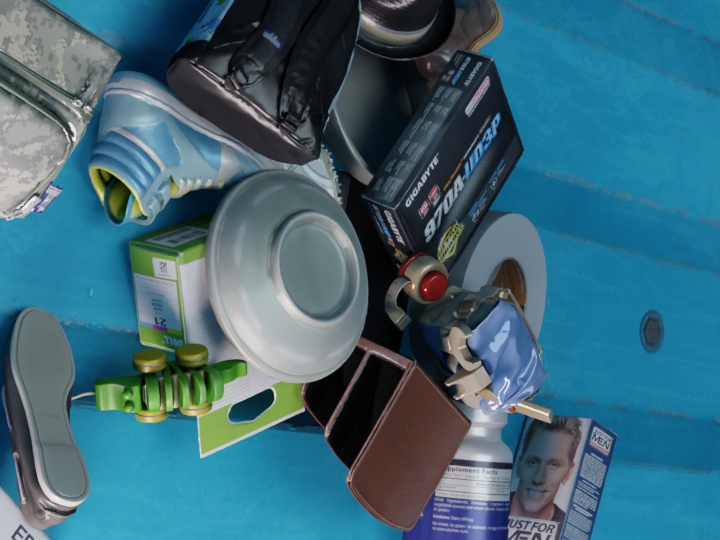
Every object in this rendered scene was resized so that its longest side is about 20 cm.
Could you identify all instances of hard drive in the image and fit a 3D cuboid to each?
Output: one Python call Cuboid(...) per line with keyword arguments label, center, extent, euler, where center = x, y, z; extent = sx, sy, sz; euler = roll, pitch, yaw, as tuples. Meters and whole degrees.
Cuboid(label="hard drive", center=(0.000, 0.000, 1.793), extent=(0.134, 0.042, 0.203), euler=(10, 83, -46))

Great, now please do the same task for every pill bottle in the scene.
Cuboid(label="pill bottle", center=(0.106, 0.239, 1.856), extent=(0.115, 0.115, 0.203), euler=(10, 83, -46))

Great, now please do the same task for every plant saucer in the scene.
Cuboid(label="plant saucer", center=(-0.053, 0.001, 1.597), extent=(0.199, 0.050, 0.203), euler=(14, 70, -42))

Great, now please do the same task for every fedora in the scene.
Cuboid(label="fedora", center=(0.030, -0.316, 1.730), extent=(0.199, 0.092, 0.203), euler=(12, 60, -23))

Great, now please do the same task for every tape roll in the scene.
Cuboid(label="tape roll", center=(0.130, 0.033, 1.885), extent=(0.200, 0.066, 0.203), euler=(-22, 117, -53))

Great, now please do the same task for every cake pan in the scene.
Cuboid(label="cake pan", center=(0.016, -0.173, 1.780), extent=(0.199, 0.036, 0.203), euler=(24, 58, -46))

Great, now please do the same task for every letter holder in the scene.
Cuboid(label="letter holder", center=(0.013, 0.165, 1.727), extent=(0.143, 0.100, 0.200), euler=(-61, 152, -11))

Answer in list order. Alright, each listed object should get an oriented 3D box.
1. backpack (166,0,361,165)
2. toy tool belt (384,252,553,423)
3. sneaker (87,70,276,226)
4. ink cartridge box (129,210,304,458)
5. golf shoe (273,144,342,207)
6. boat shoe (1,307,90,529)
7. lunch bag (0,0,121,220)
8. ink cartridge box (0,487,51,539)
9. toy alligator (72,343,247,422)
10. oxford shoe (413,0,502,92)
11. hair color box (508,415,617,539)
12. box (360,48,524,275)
Cuboid(label="backpack", center=(-0.080, -0.214, 1.586), extent=(0.162, 0.153, 0.202), euler=(33, 71, -21))
Cuboid(label="toy tool belt", center=(0.123, 0.071, 1.724), extent=(0.125, 0.123, 0.201), euler=(-45, 129, -11))
Cuboid(label="sneaker", center=(-0.171, -0.082, 1.588), extent=(0.199, 0.079, 0.132), euler=(31, 67, -32))
Cuboid(label="ink cartridge box", center=(-0.133, 0.055, 1.633), extent=(0.147, 0.075, 0.202), euler=(-21, 114, -45))
Cuboid(label="golf shoe", center=(-0.081, -0.115, 1.700), extent=(0.096, 0.078, 0.202), euler=(-19, 99, -27))
Cuboid(label="boat shoe", center=(-0.277, 0.125, 1.463), extent=(0.066, 0.057, 0.202), euler=(17, 44, -39))
Cuboid(label="lunch bag", center=(-0.316, -0.152, 1.399), extent=(0.199, 0.139, 0.169), euler=(33, 84, -41))
Cuboid(label="ink cartridge box", center=(-0.340, 0.258, 1.415), extent=(0.201, 0.075, 0.165), euler=(54, 56, -32))
Cuboid(label="toy alligator", center=(-0.191, 0.107, 1.524), extent=(0.198, 0.054, 0.060), euler=(-7, 109, -18))
Cuboid(label="oxford shoe", center=(0.101, -0.264, 1.852), extent=(0.073, 0.071, 0.201), euler=(54, 29, -19))
Cuboid(label="hair color box", center=(0.219, 0.270, 1.987), extent=(0.060, 0.099, 0.202), euler=(33, 67, -40))
Cuboid(label="box", center=(0.088, -0.100, 1.763), extent=(0.201, 0.046, 0.159), euler=(-57, 147, -21))
